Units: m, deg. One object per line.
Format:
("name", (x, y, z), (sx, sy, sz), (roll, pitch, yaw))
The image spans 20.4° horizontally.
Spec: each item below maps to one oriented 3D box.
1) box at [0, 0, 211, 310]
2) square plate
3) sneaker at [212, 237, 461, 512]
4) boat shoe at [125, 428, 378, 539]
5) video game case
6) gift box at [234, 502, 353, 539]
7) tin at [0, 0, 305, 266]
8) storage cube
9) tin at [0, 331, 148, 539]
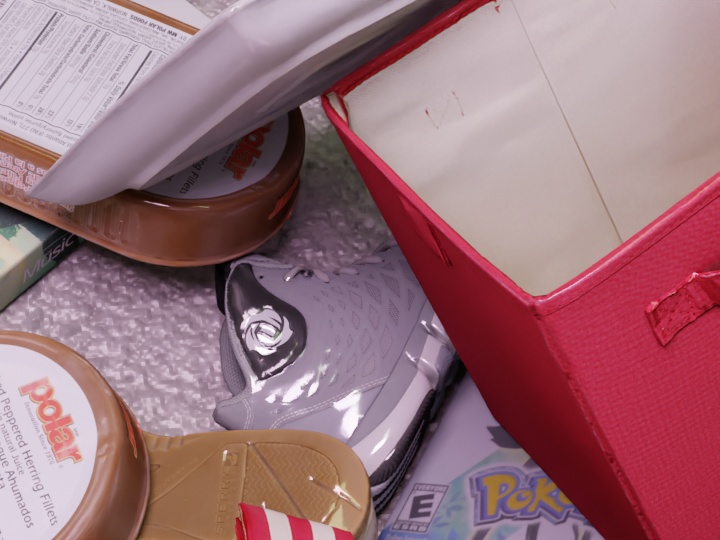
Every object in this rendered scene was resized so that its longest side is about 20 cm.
("box", (-0.162, -0.074, 0.901), (0.144, 0.036, 0.200), (38, 58, 14))
("square plate", (-0.013, -0.091, 0.764), (0.200, 0.198, 0.028), (-32, 90, -33))
("sneaker", (0.000, 0.000, 0.865), (0.115, 0.075, 0.200), (26, 56, 8))
("boat shoe", (-0.089, 0.098, 0.783), (0.199, 0.069, 0.074), (5, 61, 17))
("video game case", (0.121, 0.064, 0.809), (0.200, 0.022, 0.182), (1, 46, 36))
("gift box", (-0.051, 0.198, 0.652), (0.199, 0.187, 0.185), (-2, 57, -14))
("tin", (-0.119, -0.071, 0.858), (0.200, 0.042, 0.112), (22, 53, 6))
("storage cube", (0.120, -0.010, 0.727), (0.171, 0.180, 0.200), (-34, 37, -6))
("tin", (-0.175, 0.097, 0.734), (0.200, 0.042, 0.112), (-27, 62, -4))
